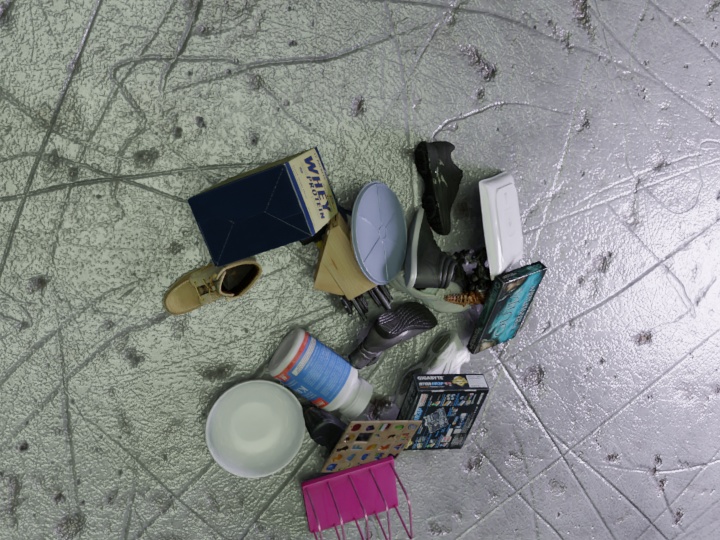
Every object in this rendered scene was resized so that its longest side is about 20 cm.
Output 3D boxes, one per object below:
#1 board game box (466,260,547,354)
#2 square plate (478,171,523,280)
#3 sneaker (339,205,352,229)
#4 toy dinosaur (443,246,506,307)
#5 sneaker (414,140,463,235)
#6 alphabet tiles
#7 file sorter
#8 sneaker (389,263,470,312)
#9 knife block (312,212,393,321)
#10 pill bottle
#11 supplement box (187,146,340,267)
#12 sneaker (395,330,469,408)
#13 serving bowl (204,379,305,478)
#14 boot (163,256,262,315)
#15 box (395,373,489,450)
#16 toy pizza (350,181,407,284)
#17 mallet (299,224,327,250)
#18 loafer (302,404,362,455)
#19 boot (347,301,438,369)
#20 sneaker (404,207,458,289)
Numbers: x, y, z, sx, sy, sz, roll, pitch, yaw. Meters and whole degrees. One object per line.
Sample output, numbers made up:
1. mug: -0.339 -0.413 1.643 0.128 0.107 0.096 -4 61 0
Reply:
1. board game box: 0.302 0.079 1.617 0.135 0.028 0.200 -17 137 -35
2. square plate: 0.295 -0.097 1.600 0.028 0.200 0.199 -4 101 27
3. sneaker: -0.009 -0.098 1.571 0.085 0.075 0.200 -45 115 -4
4. toy dinosaur: 0.247 0.024 1.618 0.102 0.200 0.136 -11 98 26
5. sneaker: 0.174 -0.172 1.610 0.090 0.076 0.201 -13 104 -22
6. alphabet tiles: 0.015 0.371 1.599 0.167 0.008 0.200 5 131 -29
7. file sorter: -0.003 0.500 1.597 0.199 0.125 0.139 -14 121 -13
8. sneaker: 0.150 0.043 1.625 0.200 0.080 0.071 21 90 -17
9. knife block: 0.000 0.000 1.538 0.175 0.064 0.201 12 119 -10
10. pill bottle: -0.076 0.213 1.569 0.200 0.112 0.112 36 87 -15
11. supplement box: -0.169 -0.120 1.426 0.199 0.200 0.135 -17 103 17
12. sneaker: 0.161 0.230 1.654 0.200 0.078 0.099 -46 110 -3
13. serving bowl: -0.214 0.311 1.570 0.199 0.066 0.201 -2 97 -15
14. boot: -0.280 0.031 1.471 0.200 0.155 0.073 -26 103 -10
15. box: 0.163 0.298 1.622 0.158 0.046 0.200 2 131 -17
16. toy pizza: 0.031 -0.072 1.513 0.200 0.032 0.201 6 83 -57
17. mallet: -0.069 -0.012 1.585 0.066 0.041 0.201 -26 107 -9
18. loafer: -0.054 0.331 1.592 0.073 0.072 0.200 -37 138 -4
19. boot: 0.064 0.136 1.615 0.200 0.070 0.132 -5 141 -47
20. sneaker: 0.145 -0.039 1.575 0.099 0.071 0.201 12 51 -8
